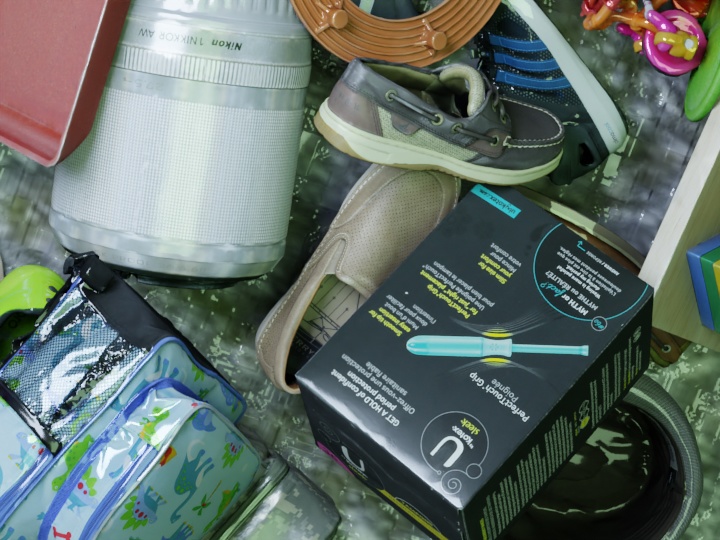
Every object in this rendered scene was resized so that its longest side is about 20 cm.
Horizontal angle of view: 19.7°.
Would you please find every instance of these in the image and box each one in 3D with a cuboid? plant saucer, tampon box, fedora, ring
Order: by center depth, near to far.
[{"bbox_3d":[-0.205,-0.183,1.328,0.037,0.200,0.201,11,100,-43],"label":"plant saucer"},{"bbox_3d":[0.033,-0.227,1.344,0.200,0.019,0.202,-11,111,-31],"label":"ring"},{"bbox_3d":[0.080,0.069,1.404,0.150,0.126,0.200,37,73,22],"label":"tampon box"},{"bbox_3d":[0.149,0.145,1.531,0.199,0.090,0.178,-3,101,-8],"label":"fedora"}]

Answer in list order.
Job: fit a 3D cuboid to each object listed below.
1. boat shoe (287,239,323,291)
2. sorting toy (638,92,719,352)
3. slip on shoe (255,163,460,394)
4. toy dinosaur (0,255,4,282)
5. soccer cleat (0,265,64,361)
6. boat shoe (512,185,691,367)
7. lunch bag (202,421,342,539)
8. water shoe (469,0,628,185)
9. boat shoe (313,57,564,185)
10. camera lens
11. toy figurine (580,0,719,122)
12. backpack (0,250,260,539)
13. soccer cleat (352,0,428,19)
[{"bbox_3d":[0.029,-0.031,1.479,0.065,0.074,0.200,37,102,-21],"label":"boat shoe"},{"bbox_3d":[0.297,-0.032,1.485,0.198,0.069,0.201,19,96,-55],"label":"sorting toy"},{"bbox_3d":[0.000,0.000,1.414,0.076,0.061,0.200,39,100,-17],"label":"slip on shoe"},{"bbox_3d":[-0.286,-0.056,1.401,0.200,0.061,0.106,38,129,-21],"label":"toy dinosaur"},{"bbox_3d":[-0.260,0.086,1.399,0.067,0.081,0.201,28,106,-17],"label":"soccer cleat"},{"bbox_3d":[0.171,0.005,1.517,0.199,0.072,0.068,31,92,-19],"label":"boat shoe"},{"bbox_3d":[-0.135,0.185,1.448,0.168,0.139,0.200,43,88,-2],"label":"lunch bag"},{"bbox_3d":[0.109,-0.144,1.470,0.079,0.072,0.200,-42,107,2],"label":"water shoe"},{"bbox_3d":[0.065,-0.102,1.373,0.199,0.073,0.065,0,130,-39],"label":"boat shoe"},{"bbox_3d":[-0.118,-0.097,1.372,0.159,0.160,0.201,6,100,-16],"label":"camera lens"},{"bbox_3d":[0.180,-0.225,1.441,0.183,0.150,0.201,18,82,-6],"label":"toy figurine"},{"bbox_3d":[-0.173,0.123,1.305,0.200,0.183,0.147,-45,65,-4],"label":"backpack"},{"bbox_3d":[-0.013,-0.220,1.422,0.081,0.068,0.200,-39,116,5],"label":"soccer cleat"}]
